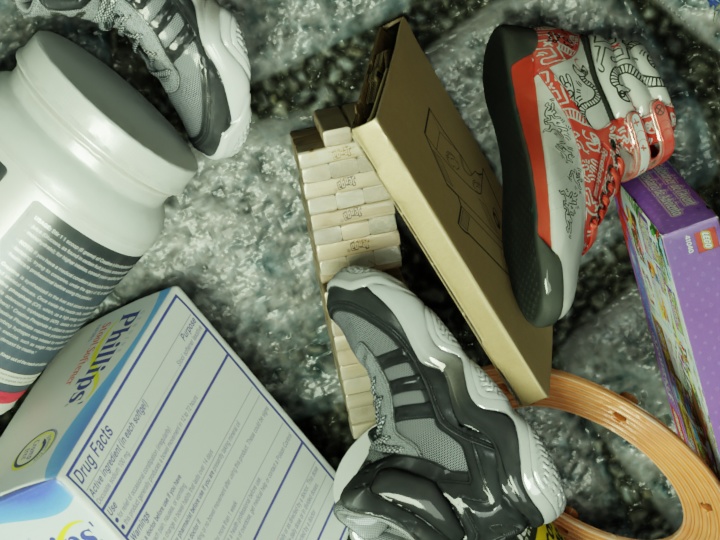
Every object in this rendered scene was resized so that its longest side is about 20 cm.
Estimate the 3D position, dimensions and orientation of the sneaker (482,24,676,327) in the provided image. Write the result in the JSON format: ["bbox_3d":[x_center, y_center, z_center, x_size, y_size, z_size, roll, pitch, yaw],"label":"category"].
[{"bbox_3d":[0.138,-0.059,1.357,0.107,0.202,0.067,3,148,-14],"label":"sneaker"}]

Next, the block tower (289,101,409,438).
[{"bbox_3d":[0.000,0.000,1.421,0.054,0.058,0.201,-11,109,-3],"label":"block tower"}]

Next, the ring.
[{"bbox_3d":[0.146,0.123,1.433,0.200,0.200,0.019,46,58,-19],"label":"ring"}]

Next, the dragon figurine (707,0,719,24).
[{"bbox_3d":[0.291,-0.146,1.402,0.099,0.059,0.200,-44,116,10],"label":"dragon figurine"}]

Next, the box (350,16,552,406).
[{"bbox_3d":[0.059,-0.038,1.359,0.021,0.164,0.200,-26,111,18],"label":"box"}]

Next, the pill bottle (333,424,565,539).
[{"bbox_3d":[0.069,0.182,1.441,0.112,0.113,0.200,-34,126,5],"label":"pill bottle"}]

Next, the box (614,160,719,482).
[{"bbox_3d":[0.209,0.040,1.418,0.039,0.137,0.201,-18,111,-2],"label":"box"}]

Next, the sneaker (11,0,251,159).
[{"bbox_3d":[-0.139,-0.148,1.324,0.114,0.075,0.201,-23,107,-24],"label":"sneaker"}]

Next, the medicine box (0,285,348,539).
[{"bbox_3d":[-0.117,0.148,1.380,0.103,0.182,0.200,-26,113,35],"label":"medicine box"}]

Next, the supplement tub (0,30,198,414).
[{"bbox_3d":[-0.204,-0.025,1.339,0.140,0.140,0.200,39,101,-18],"label":"supplement tub"}]

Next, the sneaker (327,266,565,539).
[{"bbox_3d":[0.019,0.091,1.322,0.114,0.200,0.076,-36,154,-12],"label":"sneaker"}]
